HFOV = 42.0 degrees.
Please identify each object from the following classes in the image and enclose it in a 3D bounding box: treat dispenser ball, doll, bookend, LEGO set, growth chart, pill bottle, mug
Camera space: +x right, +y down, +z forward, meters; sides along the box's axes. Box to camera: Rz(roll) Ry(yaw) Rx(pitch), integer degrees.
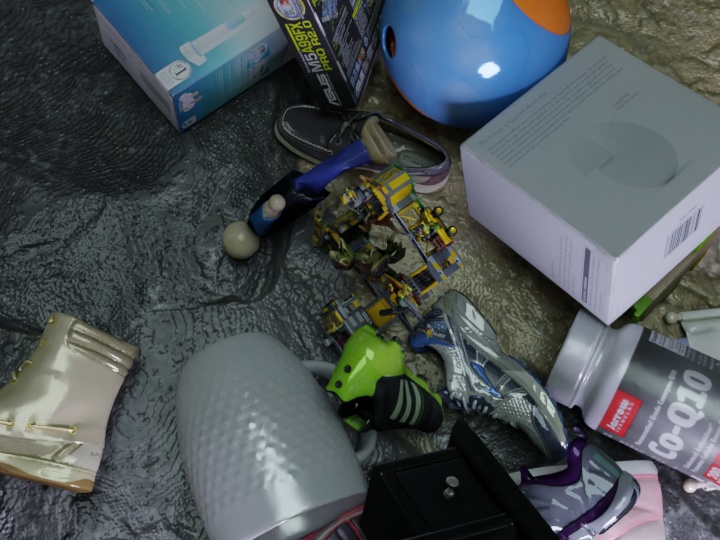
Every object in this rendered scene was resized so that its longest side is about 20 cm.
[{"bbox_3d":[0.120,-0.251,0.988,0.200,0.201,0.201,2,71,-6],"label":"treat dispenser ball"},{"bbox_3d":[-0.062,-0.076,0.942,0.200,0.136,0.049,-33,96,18],"label":"doll"},{"bbox_3d":[0.041,0.229,0.742,0.198,0.092,0.200,-5,34,-26],"label":"bookend"},{"bbox_3d":[0.000,0.000,0.898,0.116,0.200,0.154,-34,95,-24],"label":"LEGO set"},{"bbox_3d":[0.382,0.128,0.981,0.144,0.018,0.201,0,71,-6],"label":"growth chart"},{"bbox_3d":[0.287,0.122,0.912,0.200,0.114,0.114,25,70,14],"label":"pill bottle"},{"bbox_3d":[-0.071,0.149,0.868,0.200,0.148,0.176,-11,66,-36],"label":"mug"}]

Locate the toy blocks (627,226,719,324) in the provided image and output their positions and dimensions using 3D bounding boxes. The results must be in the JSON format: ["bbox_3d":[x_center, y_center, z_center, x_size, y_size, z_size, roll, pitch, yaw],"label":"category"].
[{"bbox_3d":[0.296,-0.047,1.003,0.137,0.100,0.200,40,70,20],"label":"toy blocks"}]

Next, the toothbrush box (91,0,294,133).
[{"bbox_3d":[-0.164,-0.272,1.024,0.200,0.085,0.146,-39,78,-16],"label":"toothbrush box"}]

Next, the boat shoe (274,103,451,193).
[{"bbox_3d":[0.005,-0.141,1.008,0.200,0.065,0.072,21,71,2],"label":"boat shoe"}]

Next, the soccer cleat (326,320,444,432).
[{"bbox_3d":[0.022,0.117,0.861,0.067,0.200,0.081,29,77,32],"label":"soccer cleat"}]

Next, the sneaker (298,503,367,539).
[{"bbox_3d":[-0.051,0.266,0.851,0.200,0.087,0.074,-33,112,-20],"label":"sneaker"}]

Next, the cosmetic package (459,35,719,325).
[{"bbox_3d":[0.240,-0.093,0.924,0.199,0.123,0.200,-38,59,-14],"label":"cosmetic package"}]

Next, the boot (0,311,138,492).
[{"bbox_3d":[-0.324,0.109,0.880,0.199,0.073,0.156,17,70,-2],"label":"boot"}]

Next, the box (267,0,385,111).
[{"bbox_3d":[-0.025,-0.294,0.987,0.044,0.160,0.200,-2,52,25],"label":"box"}]

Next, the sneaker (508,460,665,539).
[{"bbox_3d":[0.199,0.242,0.889,0.200,0.075,0.105,-2,66,-11],"label":"sneaker"}]

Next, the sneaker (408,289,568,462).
[{"bbox_3d":[0.124,0.119,0.935,0.085,0.077,0.200,-38,71,-7],"label":"sneaker"}]

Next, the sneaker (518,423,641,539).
[{"bbox_3d":[0.151,0.230,0.838,0.200,0.074,0.088,-43,74,5],"label":"sneaker"}]
